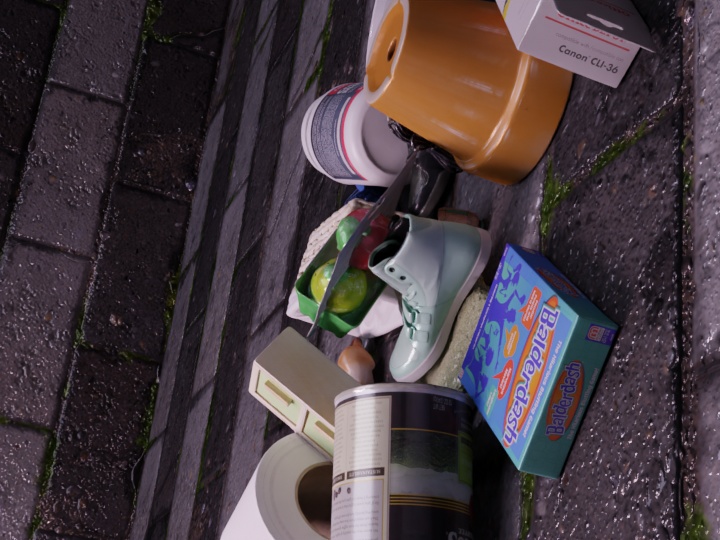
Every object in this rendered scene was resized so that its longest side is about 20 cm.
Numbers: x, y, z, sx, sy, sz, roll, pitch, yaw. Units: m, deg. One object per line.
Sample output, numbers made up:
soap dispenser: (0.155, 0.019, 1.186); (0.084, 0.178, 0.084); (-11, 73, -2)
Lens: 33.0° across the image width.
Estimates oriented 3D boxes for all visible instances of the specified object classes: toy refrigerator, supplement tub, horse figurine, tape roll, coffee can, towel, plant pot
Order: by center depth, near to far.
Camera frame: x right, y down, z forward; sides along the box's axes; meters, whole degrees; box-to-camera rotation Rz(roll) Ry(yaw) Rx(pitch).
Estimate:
coffee can: (0.041, 0.228, 1.205); (0.146, 0.144, 0.203); (138, 138, -61)
plant pot: (0.108, -0.215, 1.333); (0.200, 0.181, 0.203); (-165, 90, -73)
towel: (0.100, 0.101, 1.346); (0.149, 0.036, 0.203); (-121, 48, -66)
toy refrigerator: (-0.031, 0.162, 1.355); (0.070, 0.199, 0.076); (-43, -16, -30)
tape roll: (-0.048, 0.302, 1.374); (0.204, 0.200, 0.140); (-94, 25, -47)
horse figurine: (-0.006, 0.163, 1.618); (0.133, 0.049, 0.202); (112, 160, -47)
supplement tub: (0.009, -0.188, 1.669); (0.199, 0.139, 0.143); (13, 88, 65)

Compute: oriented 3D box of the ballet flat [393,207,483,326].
ballet flat: (0.078, 0.007, 1.441); (0.068, 0.066, 0.202); (-89, 20, -61)

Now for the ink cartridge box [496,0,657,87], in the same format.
ink cartridge box: (0.201, -0.248, 1.175); (0.201, 0.115, 0.068); (-98, 30, -54)

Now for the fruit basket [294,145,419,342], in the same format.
fruit basket: (-0.006, -0.026, 1.359); (0.186, 0.093, 0.201); (-54, -13, -34)

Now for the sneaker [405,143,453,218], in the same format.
sneaker: (0.069, -0.171, 1.549); (0.076, 0.113, 0.203); (-152, 75, -74)

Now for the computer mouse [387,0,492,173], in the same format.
computer mouse: (0.108, -0.232, 1.467); (0.052, 0.138, 0.202); (22, 88, 50)

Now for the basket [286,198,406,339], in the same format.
basket: (0.000, 0.000, 1.591); (0.200, 0.134, 0.125); (146, 139, -65)

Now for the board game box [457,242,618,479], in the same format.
board game box: (0.161, 0.079, 1.150); (0.200, 0.044, 0.154); (-123, 50, -67)

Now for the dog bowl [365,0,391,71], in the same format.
dog bowl: (0.068, -0.352, 1.649); (0.200, 0.078, 0.203); (13, -90, -85)

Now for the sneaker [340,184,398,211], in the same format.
sneaker: (0.009, -0.080, 1.753); (0.201, 0.069, 0.079); (-95, 22, -65)

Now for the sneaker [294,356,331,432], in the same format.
sneaker: (-0.071, 0.195, 1.627); (0.202, 0.079, 0.071); (-102, 19, -49)

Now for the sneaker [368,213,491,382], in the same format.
sneaker: (0.047, 0.026, 1.313); (0.202, 0.117, 0.074); (-65, 23, 23)
